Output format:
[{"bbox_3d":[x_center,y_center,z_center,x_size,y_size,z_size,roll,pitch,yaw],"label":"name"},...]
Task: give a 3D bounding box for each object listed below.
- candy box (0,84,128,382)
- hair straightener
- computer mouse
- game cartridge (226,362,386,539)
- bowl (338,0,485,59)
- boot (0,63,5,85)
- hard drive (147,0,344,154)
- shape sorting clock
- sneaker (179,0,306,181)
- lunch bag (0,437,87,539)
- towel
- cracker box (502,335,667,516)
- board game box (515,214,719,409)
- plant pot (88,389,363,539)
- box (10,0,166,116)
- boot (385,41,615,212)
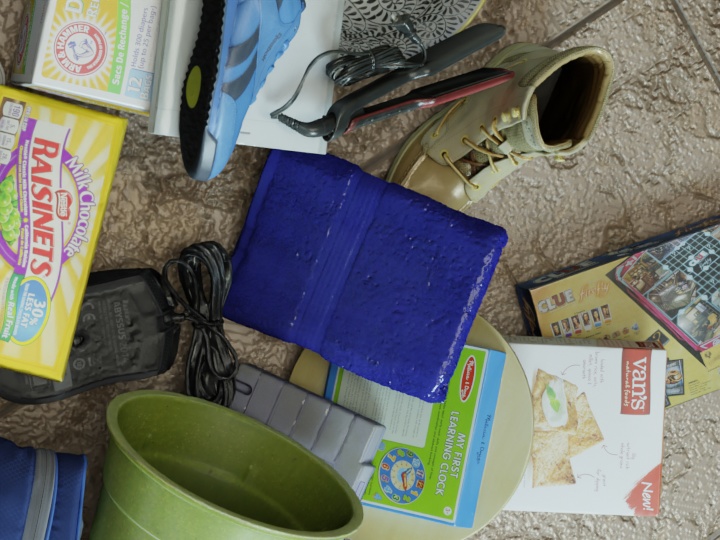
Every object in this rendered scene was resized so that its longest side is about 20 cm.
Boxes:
[{"bbox_3d":[-0.241,-0.027,1.541,0.102,0.026,0.200,14,84,-15],"label":"candy box"},{"bbox_3d":[0.021,-0.150,1.545,0.200,0.041,0.077,-19,112,-24],"label":"hair straightener"},{"bbox_3d":[-0.195,0.050,1.598,0.200,0.053,0.139,-6,103,-15],"label":"computer mouse"},{"bbox_3d":[-0.072,0.186,1.624,0.130,0.038,0.200,24,90,15],"label":"game cartridge"},{"bbox_3d":[-0.002,-0.255,1.606,0.201,0.094,0.201,-2,97,-18],"label":"bowl"},{"bbox_3d":[-0.335,-0.090,1.522,0.200,0.090,0.073,-40,105,-10],"label":"boot"},{"bbox_3d":[-0.076,-0.190,1.524,0.132,0.026,0.200,5,95,-22],"label":"hard drive"},{"bbox_3d":[0.036,0.117,1.633,0.200,0.039,0.200,-2,83,20],"label":"shape sorting clock"},{"bbox_3d":[-0.075,-0.157,1.479,0.078,0.066,0.200,10,93,-26],"label":"sneaker"},{"bbox_3d":[-0.272,0.207,1.522,0.132,0.200,0.136,18,57,-17],"label":"lunch bag"},{"bbox_3d":[0.000,0.000,1.613,0.200,0.050,0.148,23,93,16],"label":"towel"},{"bbox_3d":[0.138,0.121,1.675,0.200,0.058,0.134,2,95,2],"label":"cracker box"},{"bbox_3d":[0.238,0.046,1.742,0.200,0.035,0.136,-18,100,-15],"label":"board game box"},{"bbox_3d":[-0.127,0.217,1.538,0.200,0.200,0.190,21,106,-18],"label":"plant pot"},{"bbox_3d":[-0.177,-0.220,1.552,0.112,0.101,0.200,11,92,-19],"label":"box"},{"bbox_3d":[0.103,-0.094,1.622,0.073,0.155,0.200,45,82,-16],"label":"boot"}]
